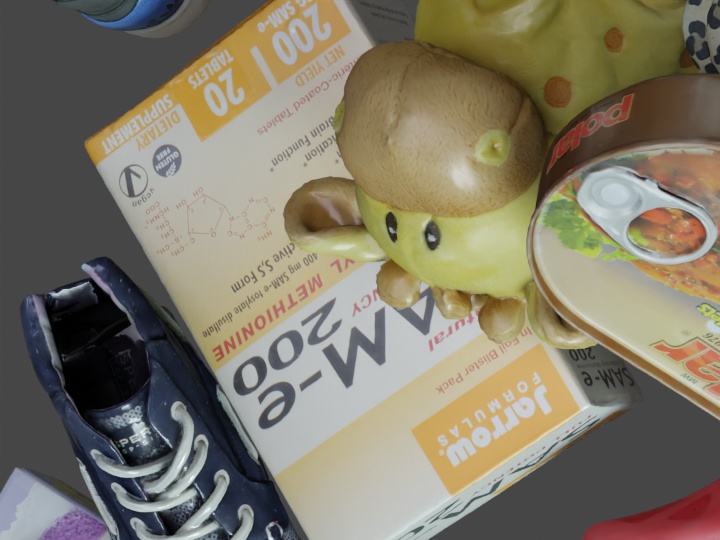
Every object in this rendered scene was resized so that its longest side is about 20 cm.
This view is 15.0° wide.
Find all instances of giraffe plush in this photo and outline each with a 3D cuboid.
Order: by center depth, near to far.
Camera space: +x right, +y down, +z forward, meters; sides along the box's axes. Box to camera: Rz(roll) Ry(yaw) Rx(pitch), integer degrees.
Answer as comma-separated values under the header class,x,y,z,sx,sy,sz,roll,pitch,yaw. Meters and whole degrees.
class,x,y,z,sx,sy,sz,roll,pitch,yaw
giraffe plush,0.046,-0.067,0.952,0.172,0.200,0.163,10,66,55

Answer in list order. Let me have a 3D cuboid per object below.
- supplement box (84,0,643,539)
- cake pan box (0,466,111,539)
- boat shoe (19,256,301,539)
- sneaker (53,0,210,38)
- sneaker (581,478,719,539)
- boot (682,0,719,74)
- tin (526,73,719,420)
class,x,y,z,sx,sy,sz,roll,pitch,yaw
supplement box,0.000,0.000,1.051,0.126,0.073,0.201,-36,77,17
cake pan box,-0.107,0.208,1.085,0.184,0.052,0.201,31,90,22
boat shoe,-0.071,0.088,1.026,0.074,0.093,0.201,-31,68,0
sneaker,-0.111,-0.196,1.081,0.076,0.111,0.201,-7,85,21
sneaker,0.173,0.062,0.990,0.199,0.078,0.116,-6,77,9
boot,0.222,-0.075,0.890,0.153,0.203,0.074,20,110,55
tin,0.143,0.007,0.884,0.112,0.200,0.042,-36,32,39
